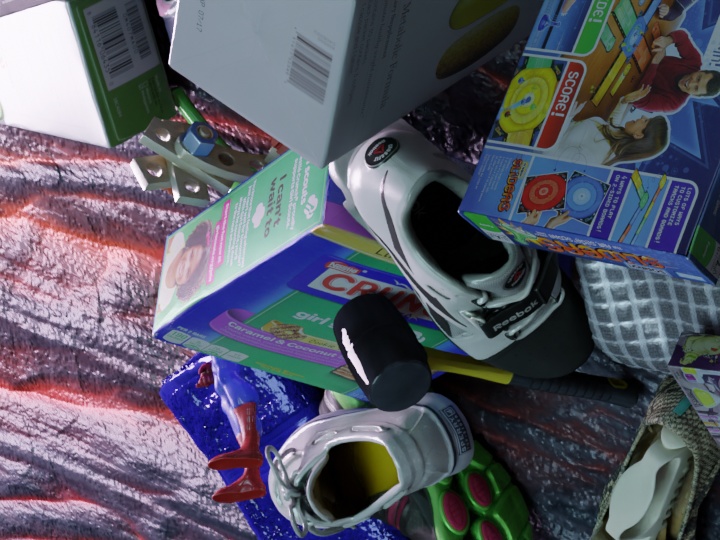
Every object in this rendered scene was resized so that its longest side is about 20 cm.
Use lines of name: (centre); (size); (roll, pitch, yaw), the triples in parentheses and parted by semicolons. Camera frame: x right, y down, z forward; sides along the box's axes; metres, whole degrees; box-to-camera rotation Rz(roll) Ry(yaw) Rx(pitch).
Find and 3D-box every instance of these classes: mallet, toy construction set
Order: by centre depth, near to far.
mallet: (0.080, 0.063, 1.258); (0.041, 0.200, 0.066); (-61, 29, 27)
toy construction set: (-0.041, -0.093, 1.300); (0.200, 0.131, 0.092); (-34, 89, 43)

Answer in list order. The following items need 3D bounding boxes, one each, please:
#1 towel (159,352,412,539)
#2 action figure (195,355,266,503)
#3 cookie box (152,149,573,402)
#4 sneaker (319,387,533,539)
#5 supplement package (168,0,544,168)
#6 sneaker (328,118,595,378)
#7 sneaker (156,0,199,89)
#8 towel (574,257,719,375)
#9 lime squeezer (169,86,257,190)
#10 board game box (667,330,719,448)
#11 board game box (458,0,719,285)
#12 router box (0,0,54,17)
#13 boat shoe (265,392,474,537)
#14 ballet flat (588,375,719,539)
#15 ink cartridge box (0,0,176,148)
towel: (-0.054, 0.137, 1.535); (0.200, 0.050, 0.148); (54, 147, -1)
action figure: (-0.089, 0.049, 1.427); (0.052, 0.200, 0.065); (-6, 144, 3)
cookie box: (0.000, 0.000, 1.302); (0.171, 0.075, 0.200); (18, 151, -27)
sneaker: (0.042, 0.141, 1.443); (0.200, 0.077, 0.084); (58, 147, 12)
supplement package: (0.012, -0.161, 1.150); (0.110, 0.200, 0.114); (35, 138, 23)
sneaker: (0.067, 0.004, 1.172); (0.200, 0.074, 0.089); (41, 179, -32)
sneaker: (-0.062, -0.182, 1.312); (0.200, 0.070, 0.082); (-34, 87, 46)
towel: (0.186, -0.037, 1.157); (0.166, 0.086, 0.200); (5, 120, 42)
lime squeezer: (-0.071, -0.029, 1.453); (0.071, 0.038, 0.200); (-11, 110, 48)
board game box: (0.253, 0.105, 1.169); (0.120, 0.032, 0.200); (0, 142, 37)
board game box: (0.144, -0.100, 1.083); (0.135, 0.200, 0.034); (14, 165, 39)
router box: (-0.165, -0.210, 1.329); (0.200, 0.150, 0.062); (-9, 111, 48)
boat shoe: (-0.018, 0.132, 1.375); (0.202, 0.086, 0.075); (-21, 93, 54)
ballet flat: (0.167, 0.143, 1.310); (0.068, 0.075, 0.200); (33, 136, 23)
ink cartridge box: (-0.216, -0.152, 1.487); (0.200, 0.059, 0.104); (14, 126, 47)
